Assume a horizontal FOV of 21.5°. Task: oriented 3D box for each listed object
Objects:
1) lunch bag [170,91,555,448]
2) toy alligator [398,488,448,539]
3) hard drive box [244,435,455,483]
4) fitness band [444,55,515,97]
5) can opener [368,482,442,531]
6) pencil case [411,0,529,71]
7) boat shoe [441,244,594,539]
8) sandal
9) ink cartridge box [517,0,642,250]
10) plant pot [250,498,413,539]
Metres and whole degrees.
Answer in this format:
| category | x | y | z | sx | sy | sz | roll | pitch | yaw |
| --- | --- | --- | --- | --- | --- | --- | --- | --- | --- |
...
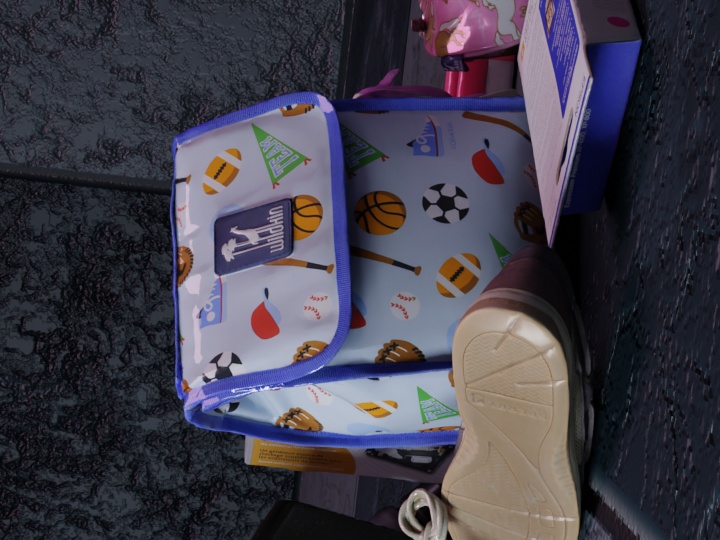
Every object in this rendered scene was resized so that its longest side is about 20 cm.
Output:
| category | x | y | z | sx | sy | sz | roll | pitch | yaw |
| --- | --- | --- | --- | --- | --- | --- | --- | --- | --- |
| lunch bag | 0.000 | 0.000 | 1.000 | 0.124 | 0.199 | 0.171 | 104 | 164 | -60 |
| toy alligator | 0.061 | 0.202 | 0.899 | 0.054 | 0.059 | 0.201 | 19 | -127 | -52 |
| hard drive box | 0.014 | 0.040 | 1.170 | 0.201 | 0.155 | 0.077 | 100 | 174 | -49 |
| fitness band | 0.079 | -0.138 | 1.323 | 0.144 | 0.037 | 0.201 | 152 | 125 | -85 |
| can opener | 0.036 | 0.199 | 1.373 | 0.064 | 0.078 | 0.200 | 55 | 170 | 9 |
| pencil case | 0.050 | -0.215 | 1.064 | 0.083 | 0.086 | 0.201 | -155 | 46 | -76 |
| boat shoe | 0.079 | 0.072 | 0.895 | 0.201 | 0.072 | 0.065 | 84 | -150 | -44 |
| sandal | 0.023 | -0.094 | 1.142 | 0.202 | 0.082 | 0.050 | -14 | -97 | -55 |
| ink cartridge box | 0.107 | -0.099 | 0.939 | 0.200 | 0.037 | 0.095 | -87 | 5 | -57 |
| plant pot | -0.013 | 0.246 | 1.106 | 0.200 | 0.198 | 0.178 | 108 | 178 | -69 |
